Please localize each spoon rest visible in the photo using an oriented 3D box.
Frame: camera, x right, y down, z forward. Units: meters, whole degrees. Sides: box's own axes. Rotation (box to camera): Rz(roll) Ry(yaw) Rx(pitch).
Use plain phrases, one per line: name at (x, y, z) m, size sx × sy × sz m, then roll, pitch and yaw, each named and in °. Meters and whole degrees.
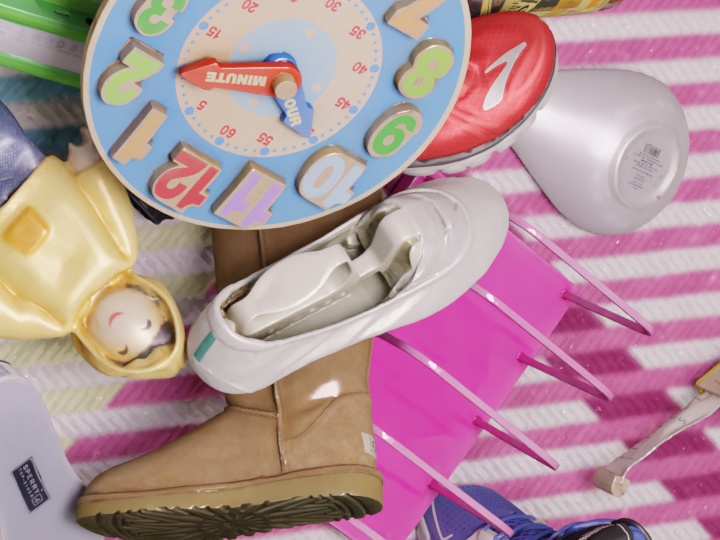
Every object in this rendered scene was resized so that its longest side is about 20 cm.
spoon rest at (0.121, -0.085, 1.684) m, size 0.200 × 0.061 × 0.099 m, roll 26°, pitch 92°, yaw -44°

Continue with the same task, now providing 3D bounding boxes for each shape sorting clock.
shape sorting clock at (-0.040, -0.101, 1.442) m, size 0.200 × 0.039 × 0.200 m, roll -9°, pitch 132°, yaw -10°

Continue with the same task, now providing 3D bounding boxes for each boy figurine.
boy figurine at (-0.169, -0.012, 1.504) m, size 0.124 × 0.064 × 0.200 m, roll -42°, pitch 97°, yaw -11°

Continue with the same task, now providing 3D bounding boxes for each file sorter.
file sorter at (0.049, 0.067, 1.637) m, size 0.139 × 0.125 × 0.200 m, roll 38°, pitch 84°, yaw -30°

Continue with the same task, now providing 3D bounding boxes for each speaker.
speaker at (-0.155, -0.141, 1.490) m, size 0.200 × 0.088 × 0.088 m, roll 15°, pitch 96°, yaw -26°

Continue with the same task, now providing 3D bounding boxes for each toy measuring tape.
toy measuring tape at (0.234, 0.093, 1.777) m, size 0.200 × 0.074 × 0.074 m, roll -37°, pitch 117°, yaw -15°

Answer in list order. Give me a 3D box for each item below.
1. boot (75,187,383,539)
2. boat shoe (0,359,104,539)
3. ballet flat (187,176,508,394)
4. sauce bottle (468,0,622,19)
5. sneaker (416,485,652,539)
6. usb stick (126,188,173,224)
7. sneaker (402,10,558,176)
boot at (-0.069, 0.043, 1.570) m, size 0.175 × 0.066 × 0.200 m, roll -6°, pitch 67°, yaw 6°
boat shoe at (-0.190, 0.113, 1.558) m, size 0.074 × 0.065 × 0.200 m, roll -31°, pitch 137°, yaw -26°
ballet flat at (0.000, 0.000, 1.512) m, size 0.200 × 0.069 × 0.069 m, roll -29°, pitch 115°, yaw -21°
sauce bottle at (0.064, -0.166, 1.598) m, size 0.200 × 0.066 × 0.066 m, roll -12°, pitch 109°, yaw -38°
sneaker at (0.118, 0.172, 1.653) m, size 0.081 × 0.199 × 0.115 m, roll -11°, pitch 131°, yaw -29°
usb stick at (-0.060, -0.112, 1.586) m, size 0.200 × 0.033 × 0.055 m, roll -49°, pitch 129°, yaw -9°
sneaker at (0.017, -0.089, 1.539) m, size 0.200 × 0.085 × 0.077 m, roll -23°, pitch 71°, yaw -10°
